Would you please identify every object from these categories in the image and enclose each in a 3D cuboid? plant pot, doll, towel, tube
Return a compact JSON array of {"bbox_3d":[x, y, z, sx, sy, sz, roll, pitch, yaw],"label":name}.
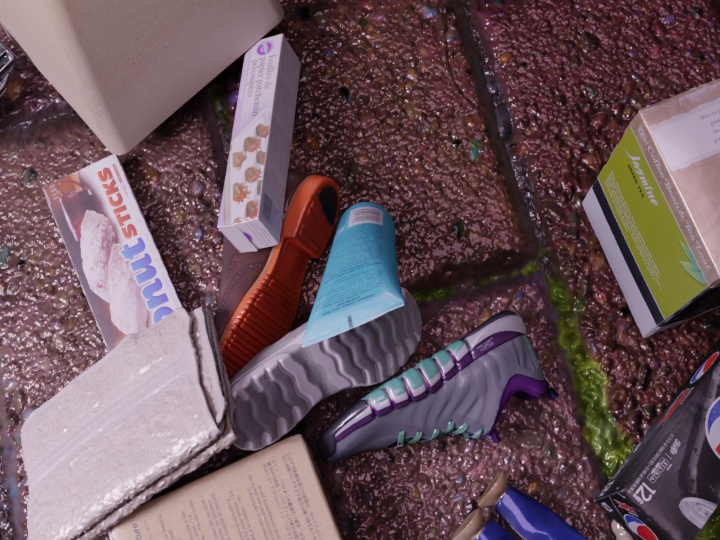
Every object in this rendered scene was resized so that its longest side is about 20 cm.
[{"bbox_3d":[-0.210,-0.262,0.781,0.199,0.178,0.200,-41,67,-10],"label":"plant pot"},{"bbox_3d":[0.171,0.242,0.728,0.199,0.049,0.136,40,57,8],"label":"doll"},{"bbox_3d":[-0.182,0.122,0.715,0.198,0.034,0.134,-36,45,12],"label":"towel"},{"bbox_3d":[0.000,0.000,0.722,0.076,0.201,0.051,-28,106,13],"label":"tube"}]

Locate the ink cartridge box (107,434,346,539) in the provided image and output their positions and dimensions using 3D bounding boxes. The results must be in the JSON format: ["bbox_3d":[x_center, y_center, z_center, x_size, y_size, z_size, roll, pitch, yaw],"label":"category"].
[{"bbox_3d":[-0.078,0.252,0.715,0.162,0.075,0.203,-22,77,-4],"label":"ink cartridge box"}]

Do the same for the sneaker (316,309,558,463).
[{"bbox_3d":[0.064,0.115,0.754,0.197,0.074,0.089,-31,82,-8],"label":"sneaker"}]

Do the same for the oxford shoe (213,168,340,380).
[{"bbox_3d":[-0.089,0.006,0.794,0.071,0.071,0.203,20,73,28],"label":"oxford shoe"}]

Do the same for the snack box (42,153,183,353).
[{"bbox_3d":[-0.202,0.003,0.807,0.071,0.024,0.203,-25,76,-7],"label":"snack box"}]

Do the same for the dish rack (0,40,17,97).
[{"bbox_3d":[-0.408,-0.193,0.847,0.199,0.055,0.154,42,81,8],"label":"dish rack"}]

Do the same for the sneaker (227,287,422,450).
[{"bbox_3d":[-0.039,0.067,0.766,0.197,0.082,0.076,-26,104,-25],"label":"sneaker"}]

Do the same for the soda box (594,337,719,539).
[{"bbox_3d":[0.274,0.124,0.741,0.063,0.071,0.200,40,73,9],"label":"soda box"}]

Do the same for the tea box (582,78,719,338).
[{"bbox_3d":[0.303,-0.061,0.733,0.196,0.197,0.136,-21,76,-6],"label":"tea box"}]

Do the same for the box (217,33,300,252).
[{"bbox_3d":[-0.083,-0.111,0.794,0.038,0.042,0.204,-10,56,20],"label":"box"}]
